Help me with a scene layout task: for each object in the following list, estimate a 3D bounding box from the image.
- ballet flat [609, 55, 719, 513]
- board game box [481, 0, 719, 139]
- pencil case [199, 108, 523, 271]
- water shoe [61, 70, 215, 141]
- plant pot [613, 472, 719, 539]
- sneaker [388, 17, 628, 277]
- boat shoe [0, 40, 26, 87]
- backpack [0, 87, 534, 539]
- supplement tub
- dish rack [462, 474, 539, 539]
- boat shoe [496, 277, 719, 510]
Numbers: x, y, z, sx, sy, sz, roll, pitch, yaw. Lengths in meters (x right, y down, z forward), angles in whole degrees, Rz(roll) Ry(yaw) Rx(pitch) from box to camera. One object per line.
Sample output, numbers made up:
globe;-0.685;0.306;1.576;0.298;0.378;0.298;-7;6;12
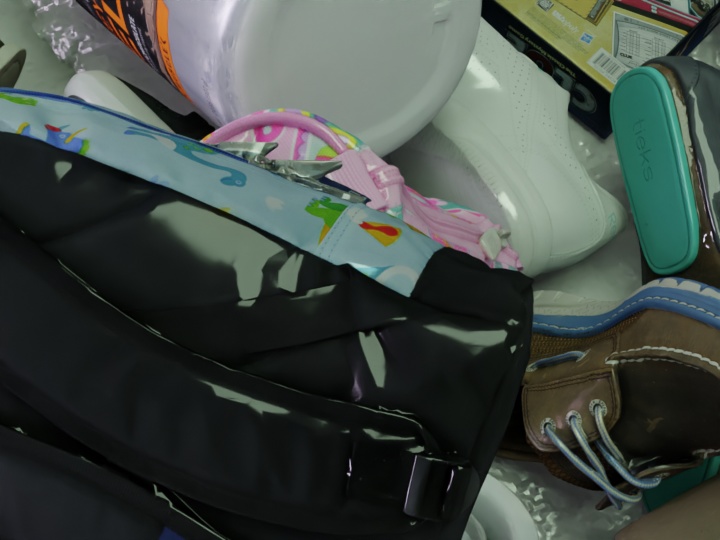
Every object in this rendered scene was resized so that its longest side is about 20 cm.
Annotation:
ballet flat;0.148;0.010;0.882;0.073;0.073;0.201;-3;80;-9
board game box;0.079;-0.169;0.985;0.200;0.035;0.135;41;65;12
pencil case;0.000;0.000;0.737;0.087;0.200;0.088;-2;83;17
water shoe;-0.036;-0.018;0.882;0.200;0.072;0.079;42;55;3
plant pot;0.189;0.129;0.783;0.174;0.200;0.201;-14;66;4
sneaker;0.044;-0.083;0.929;0.088;0.075;0.200;-15;67;-33
boat shoe;-0.216;-0.033;0.855;0.061;0.072;0.201;38;67;6
backpack;-0.068;0.029;0.595;0.199;0.164;0.154;19;18;-2
supplement tub;-0.051;-0.133;0.870;0.122;0.123;0.200;-28;42;-20
dish rack;-0.053;0.093;0.680;0.200;0.044;0.172;25;33;4
boat shoe;0.101;0.053;0.801;0.072;0.200;0.072;44;73;-14
